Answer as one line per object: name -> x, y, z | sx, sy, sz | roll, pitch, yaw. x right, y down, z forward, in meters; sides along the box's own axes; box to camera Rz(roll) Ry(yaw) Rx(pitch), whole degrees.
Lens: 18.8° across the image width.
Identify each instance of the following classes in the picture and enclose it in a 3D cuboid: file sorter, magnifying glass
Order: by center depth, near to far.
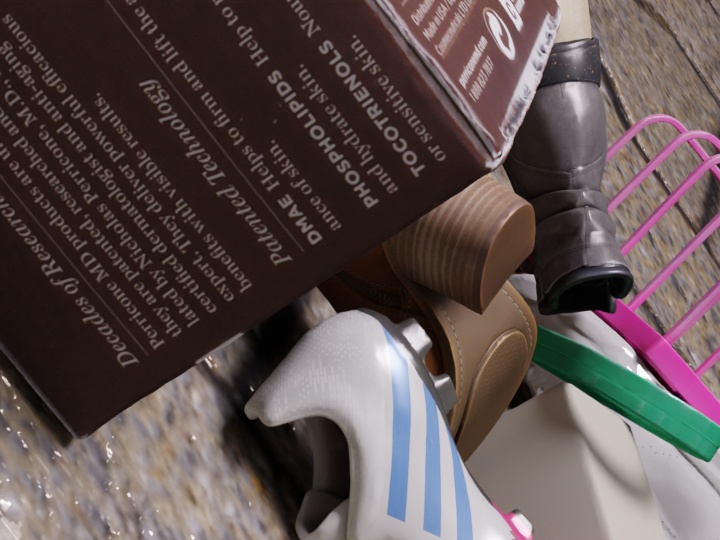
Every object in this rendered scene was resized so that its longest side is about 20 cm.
magnifying glass -> 0.098, 0.042, 1.052 | 0.079, 0.022, 0.200 | 33, -4, -42
file sorter -> 0.201, 0.012, 1.219 | 0.139, 0.125, 0.200 | 46, 1, -27

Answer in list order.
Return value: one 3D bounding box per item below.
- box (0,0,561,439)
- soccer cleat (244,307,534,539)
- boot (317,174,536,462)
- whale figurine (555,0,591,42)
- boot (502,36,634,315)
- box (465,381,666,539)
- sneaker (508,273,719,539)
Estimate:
box -> -0.058, -0.081, 0.795 | 0.165, 0.199, 0.166 | 51, 26, -12
soccer cleat -> 0.022, 0.113, 0.908 | 0.201, 0.086, 0.070 | 59, -22, -11
boot -> 0.000, 0.000, 0.971 | 0.154, 0.201, 0.074 | 30, 50, 23
whale figurine -> 0.078, -0.185, 1.275 | 0.160, 0.103, 0.201 | -88, 168, -51
boot -> 0.096, -0.039, 1.118 | 0.200, 0.069, 0.133 | 35, 46, -86
box -> 0.103, 0.159, 0.990 | 0.068, 0.082, 0.201 | 32, 36, -45
sneaker -> 0.117, 0.083, 1.128 | 0.200, 0.088, 0.075 | 46, -4, 35
